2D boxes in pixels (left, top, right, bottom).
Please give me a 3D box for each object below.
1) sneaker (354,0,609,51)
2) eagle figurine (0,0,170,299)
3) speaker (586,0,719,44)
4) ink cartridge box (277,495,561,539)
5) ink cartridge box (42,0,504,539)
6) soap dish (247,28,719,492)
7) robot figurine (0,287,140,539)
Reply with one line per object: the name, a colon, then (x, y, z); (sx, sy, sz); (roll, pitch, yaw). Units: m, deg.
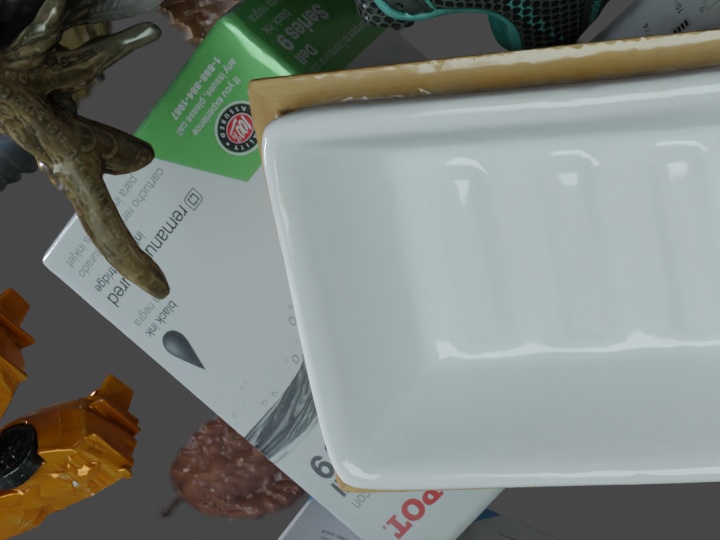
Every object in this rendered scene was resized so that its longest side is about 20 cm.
sneaker: (0.013, -0.129, 0.797); (0.200, 0.078, 0.091); (23, 112, -23)
eagle figurine: (-0.165, -0.069, 0.841); (0.200, 0.151, 0.152); (15, 110, 55)
speaker: (0.136, -0.079, 0.815); (0.081, 0.081, 0.200); (46, 121, -3)
ink cartridge box: (0.008, 0.201, 0.922); (0.146, 0.200, 0.146); (22, 119, 12)
ink cartridge box: (0.000, 0.000, 0.902); (0.200, 0.084, 0.146); (40, 122, 0)
soap dish: (0.074, -0.006, 0.777); (0.199, 0.081, 0.158); (-4, 112, 21)
robot figurine: (-0.204, 0.084, 1.024); (0.200, 0.058, 0.145); (-22, 130, 29)
